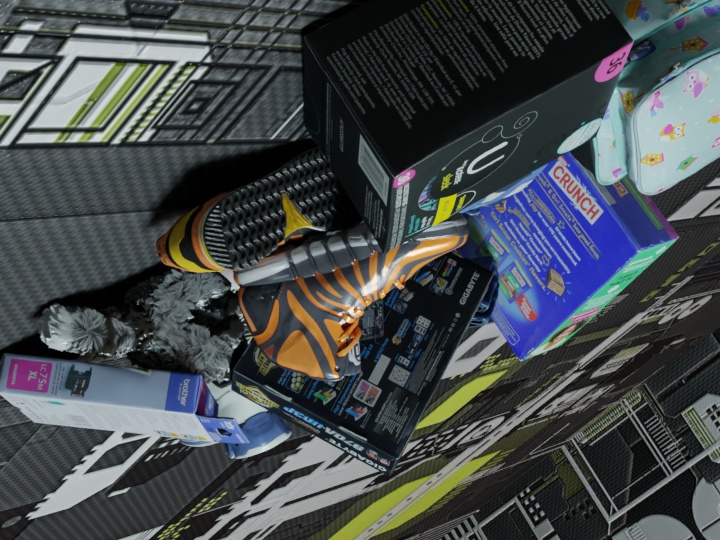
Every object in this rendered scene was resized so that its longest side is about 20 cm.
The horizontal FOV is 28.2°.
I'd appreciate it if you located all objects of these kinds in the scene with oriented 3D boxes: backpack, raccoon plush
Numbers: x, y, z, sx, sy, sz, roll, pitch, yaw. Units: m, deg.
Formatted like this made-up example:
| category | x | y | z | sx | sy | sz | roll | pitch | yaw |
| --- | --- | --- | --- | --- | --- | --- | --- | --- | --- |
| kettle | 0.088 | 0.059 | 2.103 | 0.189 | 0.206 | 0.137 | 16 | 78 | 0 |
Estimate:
| category | x | y | z | sx | sy | sz | roll | pitch | yaw |
| --- | --- | --- | --- | --- | --- | --- | --- | --- | --- |
| backpack | 0.259 | -0.177 | 1.195 | 0.199 | 0.153 | 0.176 | -39 | 146 | -10 |
| raccoon plush | -0.188 | 0.051 | 1.228 | 0.198 | 0.098 | 0.134 | 13 | 157 | -23 |

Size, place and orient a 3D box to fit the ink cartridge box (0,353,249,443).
| category | x | y | z | sx | sy | sz | roll | pitch | yaw |
| --- | --- | --- | --- | --- | --- | --- | --- | --- | --- |
| ink cartridge box | -0.193 | 0.110 | 1.206 | 0.197 | 0.042 | 0.119 | 8 | 163 | 5 |

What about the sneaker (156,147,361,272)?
| category | x | y | z | sx | sy | sz | roll | pitch | yaw |
| --- | --- | --- | --- | --- | --- | --- | --- | --- | --- |
| sneaker | -0.078 | -0.049 | 1.144 | 0.089 | 0.071 | 0.199 | -8 | -167 | 42 |

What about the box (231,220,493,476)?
| category | x | y | z | sx | sy | sz | roll | pitch | yaw |
| --- | --- | --- | --- | --- | --- | --- | --- | --- | --- |
| box | 0.004 | 0.051 | 1.233 | 0.201 | 0.158 | 0.046 | -61 | 174 | -26 |

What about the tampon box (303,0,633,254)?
| category | x | y | z | sx | sy | sz | roll | pitch | yaw |
| --- | --- | --- | --- | --- | --- | --- | --- | --- | --- |
| tampon box | 0.073 | -0.133 | 1.044 | 0.199 | 0.127 | 0.150 | -29 | 163 | -11 |

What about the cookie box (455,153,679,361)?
| category | x | y | z | sx | sy | sz | roll | pitch | yaw |
| --- | --- | --- | --- | --- | --- | --- | --- | --- | --- |
| cookie box | 0.191 | -0.036 | 1.435 | 0.075 | 0.172 | 0.200 | -18 | 159 | -43 |

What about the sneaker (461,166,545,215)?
| category | x | y | z | sx | sy | sz | roll | pitch | yaw |
| --- | --- | --- | --- | --- | --- | --- | --- | --- | --- |
| sneaker | 0.095 | -0.084 | 1.307 | 0.198 | 0.074 | 0.082 | -20 | 163 | -28 |

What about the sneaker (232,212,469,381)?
| category | x | y | z | sx | sy | sz | roll | pitch | yaw |
| --- | --- | --- | --- | --- | --- | --- | --- | --- | --- |
| sneaker | 0.003 | 0.022 | 1.158 | 0.198 | 0.113 | 0.078 | -16 | -174 | 14 |

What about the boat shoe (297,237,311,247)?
| category | x | y | z | sx | sy | sz | roll | pitch | yaw |
| --- | --- | --- | --- | --- | --- | --- | --- | --- | --- |
| boat shoe | 0.000 | 0.000 | 1.366 | 0.199 | 0.075 | 0.073 | -14 | 155 | -43 |

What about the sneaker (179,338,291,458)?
| category | x | y | z | sx | sy | sz | roll | pitch | yaw |
| --- | --- | --- | --- | --- | --- | --- | --- | --- | --- |
| sneaker | -0.139 | 0.114 | 1.433 | 0.080 | 0.116 | 0.199 | -21 | -171 | -26 |

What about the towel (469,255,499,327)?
| category | x | y | z | sx | sy | sz | roll | pitch | yaw |
| --- | --- | --- | --- | --- | --- | --- | --- | --- | --- |
| towel | 0.040 | 0.035 | 1.423 | 0.198 | 0.049 | 0.112 | -13 | -167 | 16 |
